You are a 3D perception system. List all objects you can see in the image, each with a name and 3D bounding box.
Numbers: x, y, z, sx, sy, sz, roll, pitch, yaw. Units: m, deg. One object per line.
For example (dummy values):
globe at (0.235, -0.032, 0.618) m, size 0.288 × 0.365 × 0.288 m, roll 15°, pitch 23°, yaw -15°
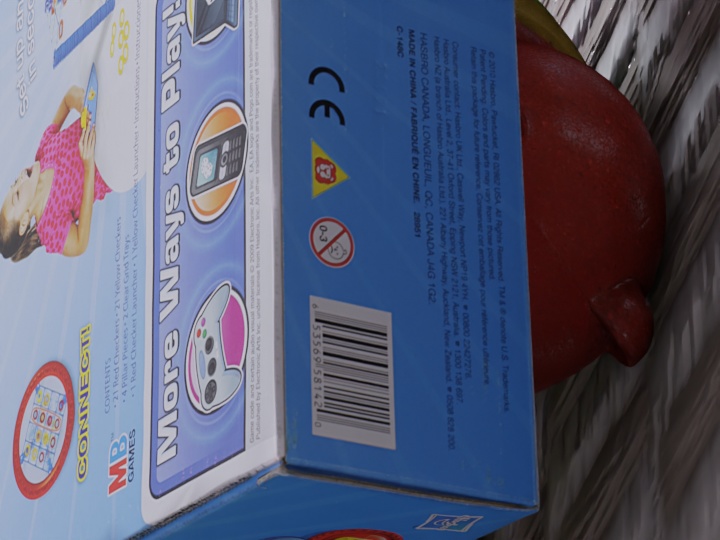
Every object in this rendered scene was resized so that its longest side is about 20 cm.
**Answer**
stacking bear at (0.009, -0.023, 0.633) m, size 0.113 × 0.122 × 0.200 m, roll -32°, pitch 18°, yaw -8°
board game box at (-0.045, -0.021, 0.563) m, size 0.196 × 0.056 × 0.201 m, roll -31°, pitch 53°, yaw 51°
